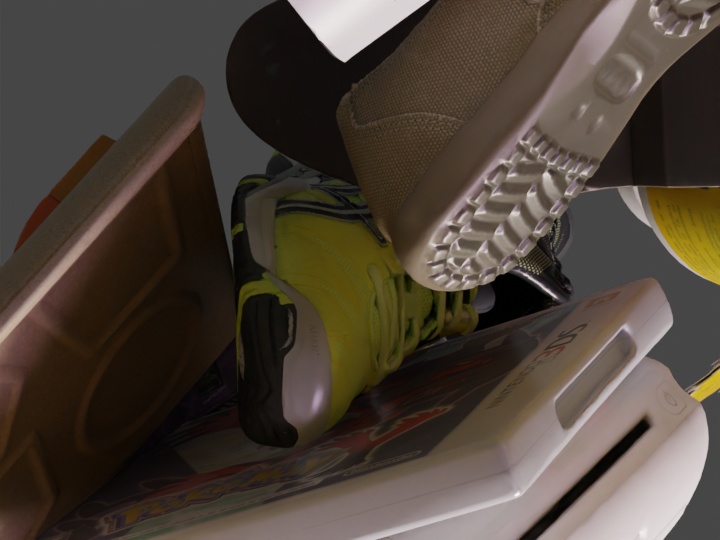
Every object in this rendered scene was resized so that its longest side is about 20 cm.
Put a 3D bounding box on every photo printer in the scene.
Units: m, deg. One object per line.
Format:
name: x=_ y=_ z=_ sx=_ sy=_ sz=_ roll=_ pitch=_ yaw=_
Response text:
photo printer: x=0.030 y=0.116 z=1.040 sx=0.166 sy=0.070 sz=0.200 roll=-38 pitch=174 yaw=-47

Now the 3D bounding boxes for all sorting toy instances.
sorting toy: x=-0.111 y=0.041 z=0.980 sx=0.185 sy=0.036 sz=0.200 roll=-49 pitch=164 yaw=-19

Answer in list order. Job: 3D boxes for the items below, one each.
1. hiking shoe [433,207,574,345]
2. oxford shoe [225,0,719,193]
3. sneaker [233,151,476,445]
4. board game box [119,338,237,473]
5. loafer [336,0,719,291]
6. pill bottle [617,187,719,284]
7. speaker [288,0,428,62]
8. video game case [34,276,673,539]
hiking shoe: x=0.048 y=0.006 z=1.220 sx=0.076 sy=0.101 sz=0.200 roll=-38 pitch=166 yaw=20
oxford shoe: x=0.048 y=-0.055 z=0.980 sx=0.199 sy=0.072 sz=0.071 roll=5 pitch=-177 yaw=-17
sneaker: x=0.000 y=0.000 z=0.983 sx=0.076 sy=0.076 sz=0.200 roll=3 pitch=-160 yaw=5
board game box: x=-0.056 y=0.047 z=1.210 sx=0.120 sy=0.032 sz=0.200 roll=-30 pitch=176 yaw=-1
loafer: x=0.064 y=-0.088 z=0.821 sx=0.200 sy=0.067 sz=0.076 roll=-49 pitch=156 yaw=0
pill bottle: x=0.180 y=-0.042 z=1.215 sx=0.111 sy=0.112 sz=0.200 roll=-31 pitch=-164 yaw=-14
speaker: x=0.050 y=-0.142 z=0.764 sx=0.199 sy=0.081 sz=0.081 roll=-35 pitch=166 yaw=6
video game case: x=-0.010 y=0.061 z=0.985 sx=0.199 sy=0.023 sz=0.182 roll=-19 pitch=-172 yaw=25
